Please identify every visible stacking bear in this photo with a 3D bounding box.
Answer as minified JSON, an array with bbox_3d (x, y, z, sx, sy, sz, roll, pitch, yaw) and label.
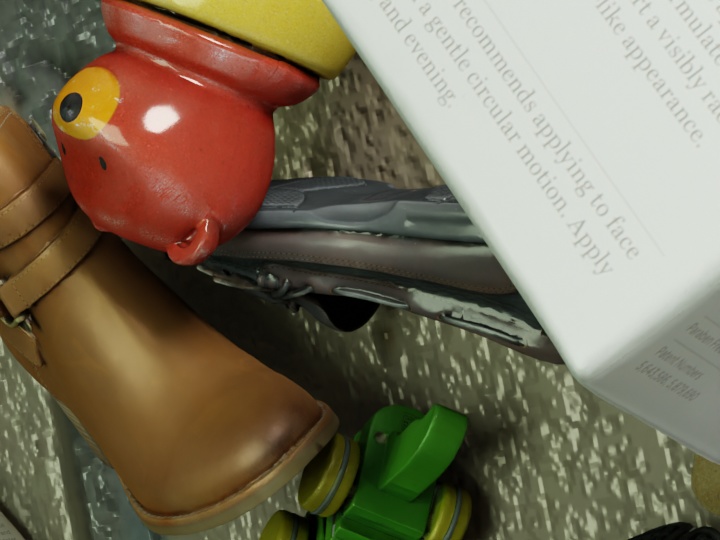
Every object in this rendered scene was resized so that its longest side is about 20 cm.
[{"bbox_3d":[-0.045,-0.103,1.036,0.121,0.114,0.201,23,92,44],"label":"stacking bear"}]

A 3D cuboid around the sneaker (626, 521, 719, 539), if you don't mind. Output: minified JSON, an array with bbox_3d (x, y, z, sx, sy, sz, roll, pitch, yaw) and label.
[{"bbox_3d":[0.073,0.152,1.018,0.200,0.076,0.092,-31,83,51],"label":"sneaker"}]

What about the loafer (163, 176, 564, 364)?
[{"bbox_3d":[0.000,0.000,1.076,0.199,0.072,0.063,2,101,41],"label":"loafer"}]

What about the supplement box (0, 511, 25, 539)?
[{"bbox_3d":[-0.207,0.149,1.288,0.200,0.073,0.126,44,123,31],"label":"supplement box"}]

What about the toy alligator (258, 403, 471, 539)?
[{"bbox_3d":[-0.012,0.111,1.113,0.200,0.059,0.054,-59,15,33],"label":"toy alligator"}]

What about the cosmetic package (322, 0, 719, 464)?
[{"bbox_3d":[0.120,-0.076,0.835,0.200,0.165,0.165,-37,67,11],"label":"cosmetic package"}]

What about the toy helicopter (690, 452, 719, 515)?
[{"bbox_3d":[0.167,0.062,0.933,0.132,0.079,0.201,-25,89,35],"label":"toy helicopter"}]

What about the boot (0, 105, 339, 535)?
[{"bbox_3d":[-0.094,0.009,1.102,0.156,0.077,0.200,59,167,-21],"label":"boot"}]
